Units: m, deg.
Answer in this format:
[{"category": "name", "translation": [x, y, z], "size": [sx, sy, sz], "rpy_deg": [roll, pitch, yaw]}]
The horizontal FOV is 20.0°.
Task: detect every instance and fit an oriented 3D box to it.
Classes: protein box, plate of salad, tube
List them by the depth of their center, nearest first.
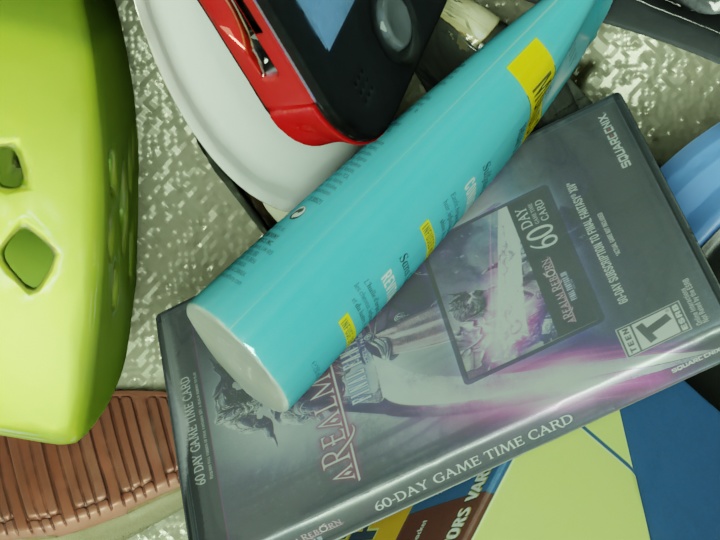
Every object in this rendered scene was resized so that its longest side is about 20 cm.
[{"category": "tube", "translation": [0.024, -0.036, 0.729], "size": [0.050, 0.077, 0.200], "rpy_deg": [43, 74, 5]}, {"category": "plate of salad", "translation": [-0.039, -0.119, 0.740], "size": [0.048, 0.200, 0.202], "rpy_deg": [-7, 109, 29]}, {"category": "protein box", "translation": [0.075, 0.146, 0.786], "size": [0.198, 0.200, 0.135], "rpy_deg": [40, 58, -13]}]

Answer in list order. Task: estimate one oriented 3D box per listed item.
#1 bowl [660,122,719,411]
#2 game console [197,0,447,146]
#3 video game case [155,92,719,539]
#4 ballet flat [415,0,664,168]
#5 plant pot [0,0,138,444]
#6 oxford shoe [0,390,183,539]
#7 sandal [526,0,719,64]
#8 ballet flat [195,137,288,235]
[{"category": "bowl", "translation": [0.180, 0.024, 0.820], "size": [0.199, 0.039, 0.202], "rpy_deg": [-12, 123, -18]}, {"category": "game console", "translation": [-0.023, -0.160, 0.691], "size": [0.031, 0.178, 0.201], "rpy_deg": [-8, 127, 35]}, {"category": "video game case", "translation": [0.024, 0.022, 0.726], "size": [0.198, 0.143, 0.019], "rpy_deg": [-25, 127, 6]}, {"category": "ballet flat", "translation": [0.096, -0.047, 0.832], "size": [0.200, 0.066, 0.057], "rpy_deg": [40, 71, -19]}, {"category": "plant pot", "translation": [-0.172, -0.060, 0.742], "size": [0.198, 0.199, 0.184], "rpy_deg": [10, 99, -4]}, {"category": "oxford shoe", "translation": [-0.143, 0.111, 0.864], "size": [0.198, 0.071, 0.074], "rpy_deg": [-20, 131, 2]}, {"category": "sandal", "translation": [0.142, -0.116, 0.782], "size": [0.198, 0.077, 0.043], "rpy_deg": [12, 141, 3]}, {"category": "ballet flat", "translation": [0.000, 0.000, 0.828], "size": [0.068, 0.068, 0.200], "rpy_deg": [-41, 104, 11]}]
